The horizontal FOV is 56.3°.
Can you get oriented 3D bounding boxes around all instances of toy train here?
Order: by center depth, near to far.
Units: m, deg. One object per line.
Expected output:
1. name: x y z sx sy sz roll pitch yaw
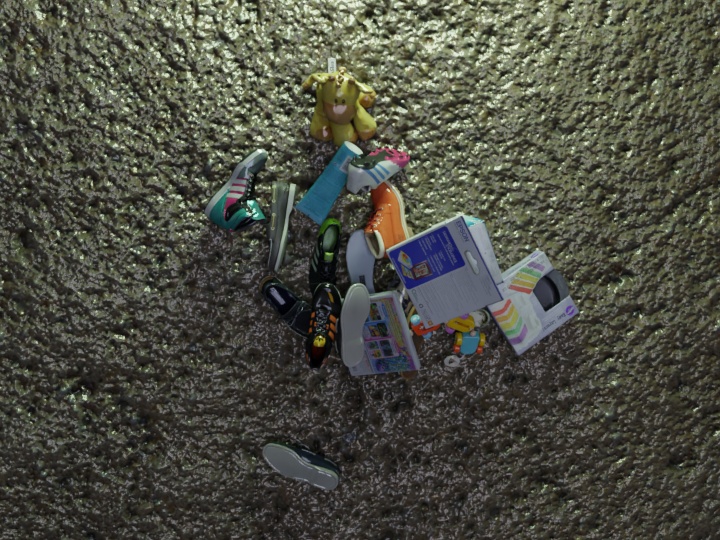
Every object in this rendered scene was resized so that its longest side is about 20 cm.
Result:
1. toy train: 0.205 0.141 1.583 0.149 0.056 0.200 -26 130 22

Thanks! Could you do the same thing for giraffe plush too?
1. giraffe plush: -0.041 -0.375 1.475 0.170 0.162 0.202 -19 100 -4

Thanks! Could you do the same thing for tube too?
1. tube: -0.068 -0.199 1.541 0.077 0.050 0.201 35 112 -5

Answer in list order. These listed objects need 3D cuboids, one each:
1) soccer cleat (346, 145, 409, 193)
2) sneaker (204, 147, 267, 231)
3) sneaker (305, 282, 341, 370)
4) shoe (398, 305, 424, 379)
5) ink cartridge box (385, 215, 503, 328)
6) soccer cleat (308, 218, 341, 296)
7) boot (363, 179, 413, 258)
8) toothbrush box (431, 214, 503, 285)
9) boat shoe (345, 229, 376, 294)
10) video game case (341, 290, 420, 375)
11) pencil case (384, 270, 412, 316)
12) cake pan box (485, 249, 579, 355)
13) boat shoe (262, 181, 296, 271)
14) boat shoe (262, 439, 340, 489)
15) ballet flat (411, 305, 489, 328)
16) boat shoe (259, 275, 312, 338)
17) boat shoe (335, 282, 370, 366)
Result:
1. soccer cleat: 0.035 -0.226 1.524 0.070 0.199 0.087 33 124 28
2. sneaker: -0.248 -0.164 1.504 0.121 0.084 0.201 42 99 11
3. sneaker: -0.084 0.131 1.525 0.069 0.090 0.203 9 112 -2
4. shoe: 0.121 0.159 1.613 0.069 0.053 0.203 7 105 -27
5. ink cartridge box: 0.181 0.004 1.437 0.198 0.047 0.199 -24 97 30
6. soccer cleat: -0.081 -0.020 1.561 0.067 0.081 0.203 7 97 -8
7. boot: 0.048 -0.120 1.531 0.106 0.075 0.202 -10 73 -30
8. toothbrush box: 0.241 -0.041 1.539 0.084 0.200 0.148 -21 101 -1
9. boat shoe: 0.003 0.000 1.582 0.073 0.068 0.202 -12 106 -8
10. video game case: 0.030 0.150 1.570 0.180 0.024 0.202 -9 111 26
11. pencil case: 0.096 0.043 1.595 0.077 0.089 0.202 22 96 -38
12. cake pan box: 0.414 0.077 1.653 0.199 0.052 0.185 -33 103 -2
13. boat shoe: -0.193 -0.102 1.544 0.060 0.072 0.204 11 90 -4
14. boat shoe: -0.140 0.461 1.629 0.198 0.062 0.076 20 111 -1
15. ballet flat: 0.219 0.094 1.623 0.197 0.064 0.068 13 99 -8
16. boat shoe: -0.158 0.094 1.578 0.075 0.062 0.200 -44 103 0
17. boat shoe: -0.022 0.117 1.524 0.073 0.060 0.203 -10 116 -25
